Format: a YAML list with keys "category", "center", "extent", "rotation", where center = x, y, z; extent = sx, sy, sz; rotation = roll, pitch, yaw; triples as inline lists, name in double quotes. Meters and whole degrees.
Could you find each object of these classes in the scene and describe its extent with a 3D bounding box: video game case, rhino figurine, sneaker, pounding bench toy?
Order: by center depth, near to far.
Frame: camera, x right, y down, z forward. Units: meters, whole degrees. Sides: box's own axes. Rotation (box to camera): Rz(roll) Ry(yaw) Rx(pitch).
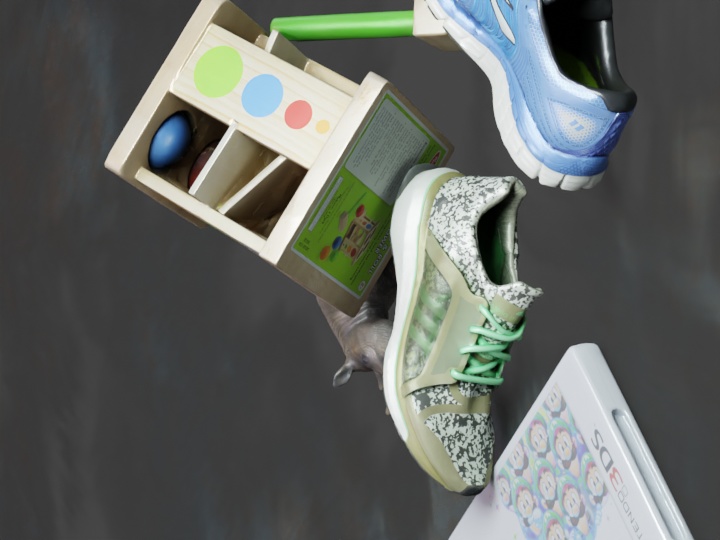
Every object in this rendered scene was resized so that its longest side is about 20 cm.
- category: "sneaker"
  center: [0.100, -0.147, 1.274]
  extent: [0.089, 0.078, 0.201]
  rotation: [-51, 58, 43]
- category: "video game case"
  center: [0.123, 0.174, 1.311]
  extent: [0.183, 0.024, 0.200]
  rotation: [66, 146, 33]
- category: "sneaker"
  center: [0.066, 0.031, 1.350]
  extent: [0.088, 0.077, 0.201]
  rotation: [-9, 81, 47]
- category: "pounding bench toy"
  center: [-0.035, -0.106, 1.402]
  extent: [0.156, 0.124, 0.201]
  rotation: [30, 88, 27]
- category: "rhino figurine"
  center: [0.000, 0.000, 1.479]
  extent: [0.087, 0.059, 0.201]
  rotation: [-41, 55, 49]
